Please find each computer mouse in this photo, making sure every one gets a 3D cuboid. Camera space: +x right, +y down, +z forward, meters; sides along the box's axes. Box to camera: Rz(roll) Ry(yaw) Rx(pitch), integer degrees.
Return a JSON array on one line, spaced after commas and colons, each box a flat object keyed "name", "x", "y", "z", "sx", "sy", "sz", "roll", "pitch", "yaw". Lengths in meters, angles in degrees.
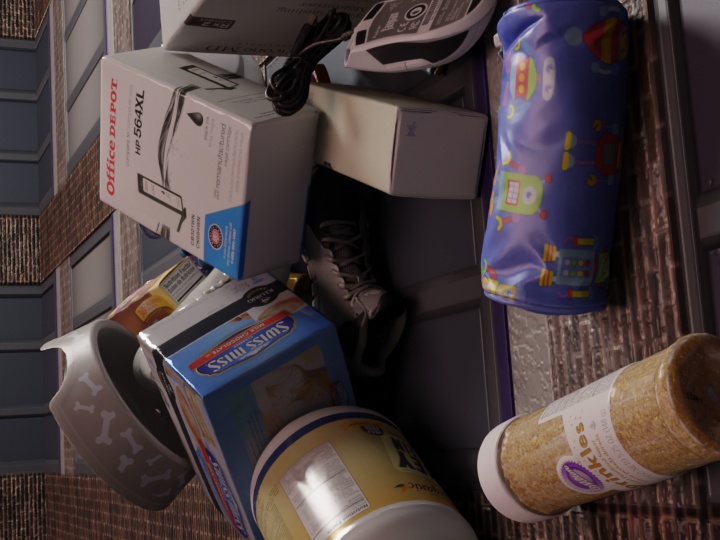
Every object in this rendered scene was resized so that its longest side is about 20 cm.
[{"name": "computer mouse", "x": 0.024, "y": -0.177, "z": 0.858, "sx": 0.200, "sy": 0.044, "sz": 0.110, "roll": -4, "pitch": 45, "yaw": 36}]

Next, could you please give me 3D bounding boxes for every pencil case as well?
[{"name": "pencil case", "x": 0.118, "y": -0.073, "z": 0.685, "sx": 0.087, "sy": 0.078, "sz": 0.200, "roll": 7, "pitch": 97, "yaw": 36}]

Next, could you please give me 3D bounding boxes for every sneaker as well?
[{"name": "sneaker", "x": 0.000, "y": 0.000, "z": 0.970, "sx": 0.115, "sy": 0.075, "sz": 0.200, "roll": 6, "pitch": 105, "yaw": 61}, {"name": "sneaker", "x": -0.128, "y": 0.040, "z": 1.049, "sx": 0.075, "sy": 0.200, "sz": 0.100, "roll": 44, "pitch": 158, "yaw": -8}]

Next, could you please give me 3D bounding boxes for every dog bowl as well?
[{"name": "dog bowl", "x": -0.224, "y": 0.134, "z": 1.069, "sx": 0.059, "sy": 0.200, "sz": 0.200, "roll": -37, "pitch": 43, "yaw": 7}]

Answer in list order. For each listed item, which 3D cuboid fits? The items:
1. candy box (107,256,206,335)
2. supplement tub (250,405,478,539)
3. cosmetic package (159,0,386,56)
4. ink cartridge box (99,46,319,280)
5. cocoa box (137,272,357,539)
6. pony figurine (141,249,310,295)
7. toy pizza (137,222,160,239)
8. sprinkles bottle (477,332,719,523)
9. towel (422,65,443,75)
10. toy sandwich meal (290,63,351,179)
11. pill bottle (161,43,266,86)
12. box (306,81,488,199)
[{"name": "candy box", "x": -0.159, "y": 0.091, "z": 1.154, "sx": 0.200, "sy": 0.056, "sz": 0.117, "roll": 50, "pitch": 138, "yaw": -10}, {"name": "supplement tub", "x": 0.008, "y": 0.212, "z": 0.850, "sx": 0.200, "sy": 0.144, "sz": 0.145, "roll": -131, "pitch": 47, "yaw": -55}, {"name": "cosmetic package", "x": -0.076, "y": -0.297, "z": 0.958, "sx": 0.200, "sy": 0.165, "sz": 0.165, "roll": 158, "pitch": 108, "yaw": -64}, {"name": "ink cartridge box", "x": -0.141, "y": -0.100, "z": 0.977, "sx": 0.200, "sy": 0.084, "sz": 0.146, "roll": 27, "pitch": 122, "yaw": 34}, {"name": "cocoa box", "x": -0.085, "y": 0.127, "z": 0.971, "sx": 0.131, "sy": 0.133, "sz": 0.200, "roll": 34, "pitch": 146, "yaw": 49}, {"name": "pony figurine", "x": -0.155, "y": 0.017, "z": 1.230, "sx": 0.200, "sy": 0.166, "sz": 0.193, "roll": 43, "pitch": 132, "yaw": 30}, {"name": "toy pizza", "x": -0.221, "y": -0.134, "z": 1.243, "sx": 0.200, "sy": 0.032, "sz": 0.201, "roll": 13, "pitch": -90, "yaw": -81}, {"name": "sprinkles bottle", "x": 0.144, "y": 0.098, "z": 0.643, "sx": 0.200, "sy": 0.068, "sz": 0.068, "roll": 137, "pitch": 128, "yaw": -58}, {"name": "towel", "x": 0.034, "y": -0.263, "z": 0.941, "sx": 0.200, "sy": 0.022, "sz": 0.147, "roll": -131, "pitch": 46, "yaw": -55}, {"name": "toy sandwich meal", "x": -0.069, "y": -0.109, "z": 1.106, "sx": 0.205, "sy": 0.070, "sz": 0.206, "roll": 180, "pitch": 90, "yaw": -65}, {"name": "pill bottle", "x": -0.150, "y": -0.174, "z": 1.150, "sx": 0.200, "sy": 0.112, "sz": 0.112, "roll": 80, "pitch": -178, "yaw": -74}, {"name": "box", "x": 0.019, "y": -0.110, "z": 0.904, "sx": 0.200, "sy": 0.082, "sz": 0.069, "roll": -147, "pitch": 61, "yaw": -63}]
